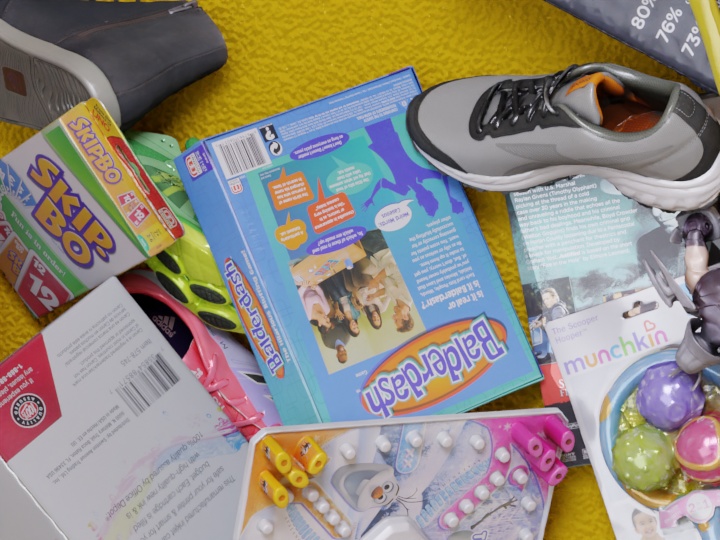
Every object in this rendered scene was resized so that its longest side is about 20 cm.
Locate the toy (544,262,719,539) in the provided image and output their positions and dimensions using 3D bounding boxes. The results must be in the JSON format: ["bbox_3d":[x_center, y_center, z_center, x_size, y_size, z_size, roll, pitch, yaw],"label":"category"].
[{"bbox_3d":[0.184,0.109,1.632,0.115,0.047,0.201,-19,90,18],"label":"toy"}]

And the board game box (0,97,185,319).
[{"bbox_3d":[-0.174,-0.035,1.702,0.096,0.030,0.200,56,147,-5],"label":"board game box"}]

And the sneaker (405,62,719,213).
[{"bbox_3d":[0.113,-0.087,1.614,0.200,0.079,0.074,7,59,32],"label":"sneaker"}]

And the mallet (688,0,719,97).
[{"bbox_3d":[0.204,-0.103,1.525,0.066,0.041,0.200,-25,91,22],"label":"mallet"}]

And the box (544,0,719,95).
[{"bbox_3d":[0.162,-0.205,1.601,0.200,0.104,0.148,31,104,14],"label":"box"}]

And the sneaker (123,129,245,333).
[{"bbox_3d":[-0.104,-0.038,1.711,0.200,0.084,0.074,38,151,22],"label":"sneaker"}]

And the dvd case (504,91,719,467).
[{"bbox_3d":[0.163,0.006,1.664,0.146,0.022,0.201,-11,93,19],"label":"dvd case"}]

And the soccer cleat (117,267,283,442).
[{"bbox_3d":[-0.077,0.075,1.724,0.200,0.076,0.067,44,107,11],"label":"soccer cleat"}]

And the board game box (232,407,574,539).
[{"bbox_3d":[0.018,0.177,1.633,0.026,0.199,0.201,44,130,53],"label":"board game box"}]

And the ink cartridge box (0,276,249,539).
[{"bbox_3d":[-0.157,0.140,1.683,0.200,0.145,0.145,51,138,-1],"label":"ink cartridge box"}]

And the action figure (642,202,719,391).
[{"bbox_3d":[0.244,-0.008,1.592,0.200,0.069,0.130,-44,85,8],"label":"action figure"}]

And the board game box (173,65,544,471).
[{"bbox_3d":[0.000,0.000,1.657,0.045,0.152,0.200,-28,83,59],"label":"board game box"}]

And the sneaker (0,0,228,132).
[{"bbox_3d":[-0.174,-0.136,1.749,0.200,0.106,0.075,30,135,41],"label":"sneaker"}]
